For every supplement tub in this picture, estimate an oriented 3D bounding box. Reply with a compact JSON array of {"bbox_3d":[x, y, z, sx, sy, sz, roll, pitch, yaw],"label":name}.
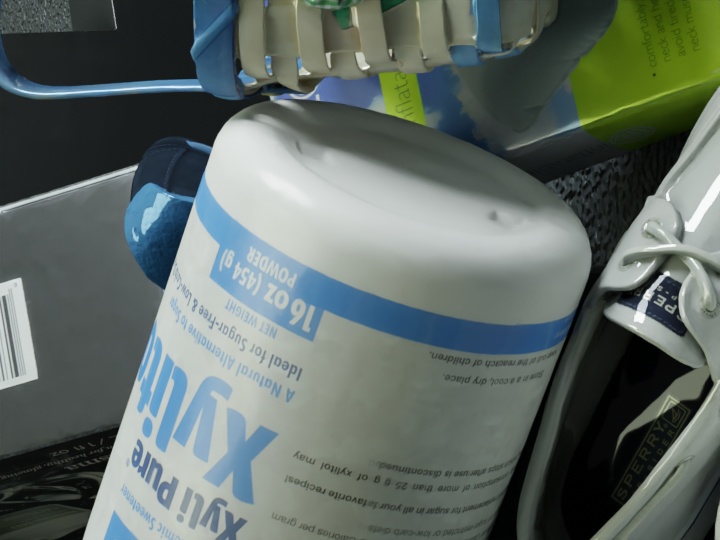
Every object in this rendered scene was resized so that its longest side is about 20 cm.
[{"bbox_3d":[-0.014,0.056,0.875,0.132,0.132,0.200,49,125,57],"label":"supplement tub"}]

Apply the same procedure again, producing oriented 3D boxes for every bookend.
[{"bbox_3d":[-0.135,-0.104,1.329,0.092,0.200,0.199,139,123,-63],"label":"bookend"}]

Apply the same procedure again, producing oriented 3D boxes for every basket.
[{"bbox_3d":[-0.034,-0.143,0.867,0.139,0.200,0.177,-33,-56,-67],"label":"basket"}]

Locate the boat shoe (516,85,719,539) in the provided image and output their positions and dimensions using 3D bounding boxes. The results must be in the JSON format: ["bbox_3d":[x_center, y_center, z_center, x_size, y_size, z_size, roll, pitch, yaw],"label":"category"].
[{"bbox_3d":[0.109,0.014,0.842,0.073,0.065,0.200,27,105,31],"label":"boat shoe"}]

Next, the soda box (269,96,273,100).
[{"bbox_3d":[-0.007,-0.110,1.175,0.064,0.068,0.200,119,140,-55],"label":"soda box"}]

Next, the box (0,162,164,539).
[{"bbox_3d":[-0.146,0.053,1.281,0.197,0.200,0.124,33,-137,-68],"label":"box"}]

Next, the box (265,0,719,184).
[{"bbox_3d":[0.041,-0.087,0.941,0.200,0.048,0.122,-20,70,28],"label":"box"}]

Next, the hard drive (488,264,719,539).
[{"bbox_3d":[0.067,0.068,0.936,0.200,0.042,0.135,-8,85,34],"label":"hard drive"}]

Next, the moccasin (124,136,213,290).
[{"bbox_3d":[0.000,0.000,1.046,0.080,0.200,0.068,-43,30,25],"label":"moccasin"}]

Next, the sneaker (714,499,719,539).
[{"bbox_3d":[0.158,0.121,0.806,0.116,0.074,0.200,178,98,-70],"label":"sneaker"}]
